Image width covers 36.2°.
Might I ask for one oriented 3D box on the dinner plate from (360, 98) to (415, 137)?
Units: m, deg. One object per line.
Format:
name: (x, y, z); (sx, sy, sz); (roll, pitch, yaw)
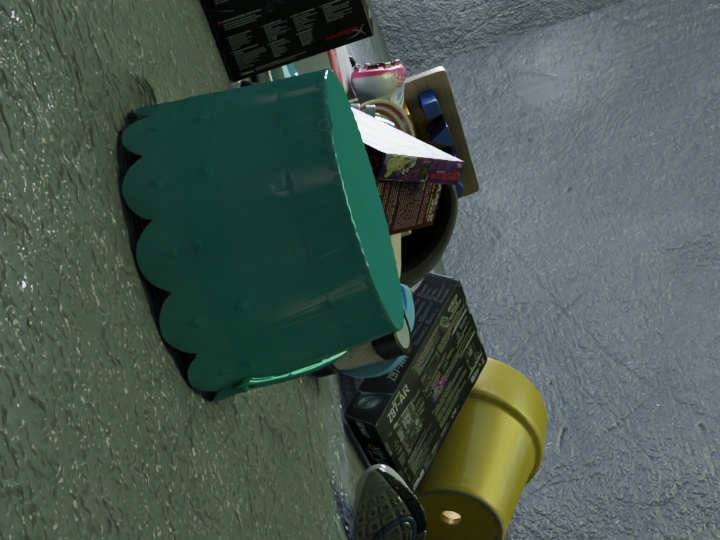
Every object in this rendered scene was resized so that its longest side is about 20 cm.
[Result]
dinner plate: (0.004, -0.117, 1.389); (0.199, 0.024, 0.204); (-24, 122, -45)

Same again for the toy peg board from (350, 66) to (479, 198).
toy peg board: (0.060, -0.154, 1.582); (0.098, 0.196, 0.202); (-100, 171, -60)

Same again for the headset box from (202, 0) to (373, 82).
headset box: (-0.085, -0.303, 1.044); (0.078, 0.147, 0.202); (-92, 163, -65)

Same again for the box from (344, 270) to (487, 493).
box: (0.068, 0.130, 1.240); (0.201, 0.043, 0.161); (-58, 145, -26)

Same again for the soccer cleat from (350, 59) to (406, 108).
soccer cleat: (0.030, -0.226, 1.426); (0.200, 0.069, 0.088); (-57, 141, -78)

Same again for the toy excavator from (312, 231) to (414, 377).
toy excavator: (0.011, 0.012, 1.117); (0.199, 0.098, 0.198); (16, 59, -66)

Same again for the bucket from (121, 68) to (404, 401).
bucket: (-0.057, -0.028, 0.732); (0.207, 0.133, 0.211); (-15, 90, -82)

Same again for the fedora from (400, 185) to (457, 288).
fedora: (0.039, -0.076, 1.512); (0.176, 0.202, 0.090); (33, -2, -28)

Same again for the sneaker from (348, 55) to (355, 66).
sneaker: (-0.057, -0.366, 1.554); (0.070, 0.098, 0.203); (-39, 113, -84)

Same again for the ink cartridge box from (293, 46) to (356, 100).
ink cartridge box: (-0.067, -0.277, 1.354); (0.200, 0.084, 0.150); (-43, 119, -83)

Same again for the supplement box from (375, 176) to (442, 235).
supplement box: (-0.008, -0.076, 1.028); (0.199, 0.107, 0.062); (-16, 123, -62)

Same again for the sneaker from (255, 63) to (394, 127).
sneaker: (-0.036, -0.180, 1.218); (0.080, 0.128, 0.202); (-88, 160, -63)

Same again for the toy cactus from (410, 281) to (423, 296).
toy cactus: (0.000, 0.000, 1.256); (0.166, 0.102, 0.199); (58, 28, 6)

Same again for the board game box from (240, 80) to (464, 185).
board game box: (-0.012, -0.130, 1.036); (0.119, 0.199, 0.033); (-6, 119, -46)

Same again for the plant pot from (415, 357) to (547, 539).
plant pot: (0.124, 0.239, 1.354); (0.190, 0.197, 0.203); (-71, 147, -51)

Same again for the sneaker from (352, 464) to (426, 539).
sneaker: (0.027, 0.252, 1.073); (0.088, 0.073, 0.202); (-116, -171, -48)
